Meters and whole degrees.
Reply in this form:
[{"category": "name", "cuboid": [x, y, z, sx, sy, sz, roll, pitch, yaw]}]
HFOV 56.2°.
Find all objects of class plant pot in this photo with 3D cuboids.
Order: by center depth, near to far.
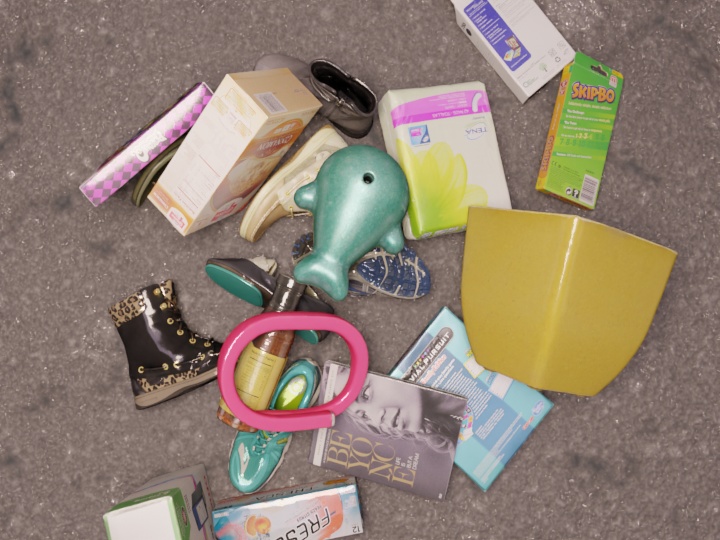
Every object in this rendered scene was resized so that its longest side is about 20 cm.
[{"category": "plant pot", "cuboid": [0.241, 0.044, 0.851, 0.192, 0.193, 0.205, 14, 91, -31]}]

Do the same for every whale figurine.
[{"category": "whale figurine", "cuboid": [-0.013, -0.067, 0.853, 0.157, 0.104, 0.203, 27, 72, -2]}]

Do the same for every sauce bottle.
[{"category": "sauce bottle", "cuboid": [-0.123, 0.105, 0.872, 0.065, 0.066, 0.204, 22, 87, 1]}]

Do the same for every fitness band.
[{"category": "fitness band", "cuboid": [-0.081, 0.124, 0.839, 0.196, 0.037, 0.147, 2, 98, -26]}]

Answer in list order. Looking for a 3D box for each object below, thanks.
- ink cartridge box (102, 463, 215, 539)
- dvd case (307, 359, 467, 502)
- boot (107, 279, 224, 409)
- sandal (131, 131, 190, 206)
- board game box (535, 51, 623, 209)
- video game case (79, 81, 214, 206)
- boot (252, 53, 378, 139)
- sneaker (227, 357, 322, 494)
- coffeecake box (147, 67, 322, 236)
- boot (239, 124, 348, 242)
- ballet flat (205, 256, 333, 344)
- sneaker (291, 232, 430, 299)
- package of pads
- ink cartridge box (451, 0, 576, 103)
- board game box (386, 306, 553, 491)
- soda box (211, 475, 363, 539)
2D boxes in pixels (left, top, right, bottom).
[{"category": "ink cartridge box", "cuboid": [-0.234, 0.340, 0.841, 0.086, 0.200, 0.149, -15, 85, -5]}, {"category": "dvd case", "cuboid": [0.033, 0.216, 0.910, 0.196, 0.016, 0.152, 13, 103, 10]}, {"category": "boot", "cuboid": [-0.242, 0.086, 0.927, 0.197, 0.073, 0.153, -25, 86, 3]}, {"category": "sandal", "cuboid": [-0.241, -0.155, 0.945, 0.200, 0.080, 0.058, -40, 101, -4]}, {"category": "board game box", "cuboid": [0.315, -0.199, 0.963, 0.094, 0.030, 0.204, 17, 87, -22]}, {"category": "video game case", "cuboid": [-0.277, -0.174, 0.894, 0.199, 0.181, 0.036, -41, 112, -3]}, {"category": "boot", "cuboid": [-0.063, -0.261, 0.925, 0.197, 0.132, 0.071, 24, 86, 1]}, {"category": "sneaker", "cuboid": [-0.120, 0.207, 0.912, 0.077, 0.080, 0.203, 29, 86, 2]}, {"category": "coffeecake box", "cuboid": [-0.159, -0.154, 0.864, 0.073, 0.153, 0.200, 45, 118, 2]}, {"category": "boot", "cuboid": [-0.058, -0.082, 0.942, 0.154, 0.072, 0.200, 43, 83, 1]}, {"category": "ballet flat", "cuboid": [-0.120, 0.027, 0.939, 0.198, 0.073, 0.074, 31, 86, 8]}, {"category": "sneaker", "cuboid": [0.000, 0.000, 0.934, 0.196, 0.085, 0.079, 15, 67, -6]}, {"category": "package of pads", "cuboid": [0.119, -0.153, 0.936, 0.151, 0.068, 0.205, -10, 87, -18]}, {"category": "ink cartridge box", "cuboid": [0.215, -0.354, 0.984, 0.099, 0.039, 0.201, -37, 88, -3]}, {"category": "board game box", "cuboid": [0.142, 0.175, 0.934, 0.199, 0.047, 0.152, 41, 87, 3]}, {"category": "soda box", "cuboid": [-0.095, 0.330, 0.907, 0.195, 0.068, 0.065, -10, 85, -3]}]
